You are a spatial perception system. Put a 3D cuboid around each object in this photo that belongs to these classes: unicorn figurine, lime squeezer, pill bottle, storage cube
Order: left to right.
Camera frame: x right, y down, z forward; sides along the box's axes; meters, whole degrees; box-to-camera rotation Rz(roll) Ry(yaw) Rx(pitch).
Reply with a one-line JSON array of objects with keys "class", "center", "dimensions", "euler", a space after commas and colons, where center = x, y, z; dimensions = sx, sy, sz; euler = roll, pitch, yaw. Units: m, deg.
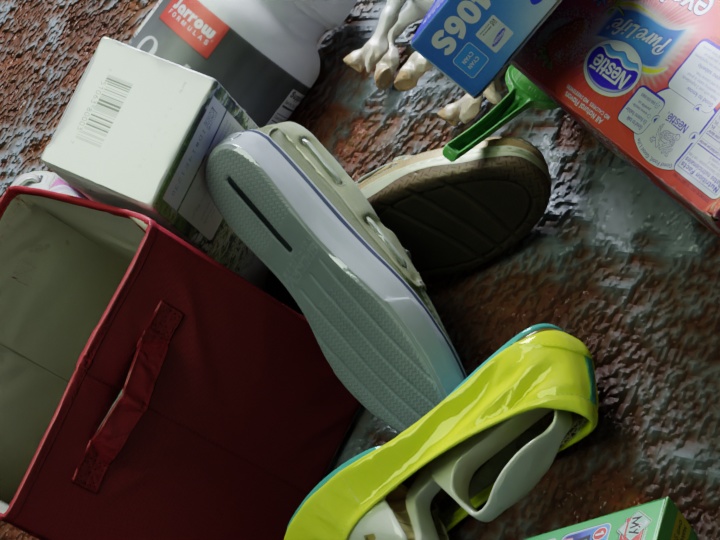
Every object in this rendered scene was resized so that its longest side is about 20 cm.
[{"class": "storage cube", "center": [-0.132, 0.075, 0.969], "dimensions": [0.199, 0.179, 0.172], "euler": [12, 73, 53]}, {"class": "pill bottle", "center": [-0.099, -0.129, 1.136], "dimensions": [0.201, 0.115, 0.116], "euler": [-52, 36, 7]}, {"class": "unicorn figurine", "center": [0.045, -0.174, 1.047], "dimensions": [0.199, 0.074, 0.138], "euler": [32, 92, 33]}, {"class": "lime squeezer", "center": [0.111, -0.118, 0.925], "dimensions": [0.200, 0.038, 0.071], "euler": [-49, 3, -14]}]

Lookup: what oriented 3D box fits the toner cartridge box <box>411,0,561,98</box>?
[{"class": "toner cartridge box", "center": [0.085, -0.164, 0.871], "dimensions": [0.095, 0.043, 0.200], "euler": [-50, 7, 27]}]

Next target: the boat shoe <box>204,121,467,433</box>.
[{"class": "boat shoe", "center": [0.000, 0.000, 0.906], "dimensions": [0.062, 0.201, 0.072], "euler": [-32, -8, -40]}]

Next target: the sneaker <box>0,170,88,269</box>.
[{"class": "sneaker", "center": [-0.206, -0.019, 1.115], "dimensions": [0.082, 0.088, 0.200], "euler": [-57, -7, 1]}]

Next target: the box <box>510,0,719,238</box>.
[{"class": "box", "center": [0.167, -0.082, 0.810], "dimensions": [0.100, 0.095, 0.200], "euler": [-50, 36, 7]}]

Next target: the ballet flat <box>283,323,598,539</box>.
[{"class": "ballet flat", "center": [0.039, 0.107, 0.846], "dimensions": [0.200, 0.067, 0.067], "euler": [-41, 43, 19]}]

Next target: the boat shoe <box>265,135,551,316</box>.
[{"class": "boat shoe", "center": [0.027, -0.039, 0.971], "dimensions": [0.199, 0.072, 0.077], "euler": [-21, 33, 37]}]

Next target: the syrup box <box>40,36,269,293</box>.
[{"class": "syrup box", "center": [-0.094, -0.049, 0.995], "dimensions": [0.081, 0.200, 0.079], "euler": [22, 80, 23]}]

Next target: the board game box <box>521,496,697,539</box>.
[{"class": "board game box", "center": [0.063, 0.191, 0.724], "dimensions": [0.134, 0.029, 0.201], "euler": [-23, 27, 37]}]
